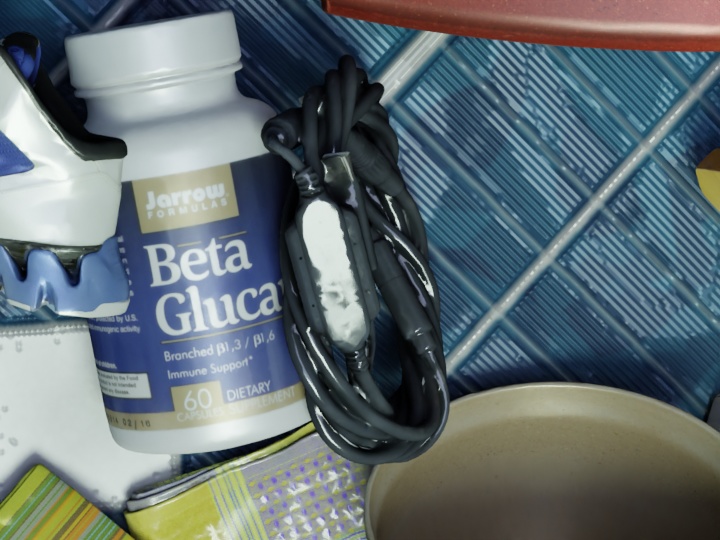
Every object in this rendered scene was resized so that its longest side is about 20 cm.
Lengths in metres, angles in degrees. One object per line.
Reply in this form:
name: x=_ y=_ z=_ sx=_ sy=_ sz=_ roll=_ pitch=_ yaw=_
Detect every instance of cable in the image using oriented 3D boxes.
cable: x=0.000 y=0.000 z=0.912 sx=0.051 sy=0.163 sz=0.200 roll=-11 pitch=112 yaw=14

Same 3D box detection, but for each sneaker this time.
sneaker: x=-0.190 y=-0.056 z=0.832 sx=0.199 sy=0.081 sz=0.115 roll=12 pitch=98 yaw=-2

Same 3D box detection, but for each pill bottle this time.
pill bottle: x=-0.084 y=-0.021 z=0.903 sx=0.111 sy=0.111 sz=0.200 roll=-12 pitch=100 yaw=-13

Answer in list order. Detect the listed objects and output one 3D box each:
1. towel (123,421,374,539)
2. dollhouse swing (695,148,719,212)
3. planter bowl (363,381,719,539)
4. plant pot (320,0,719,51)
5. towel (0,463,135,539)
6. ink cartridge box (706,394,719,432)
towel: x=-0.030 y=0.181 z=0.988 sx=0.144 sy=0.023 sz=0.200 roll=-20 pitch=101 yaw=-12
dollhouse swing: x=0.307 y=-0.022 z=0.958 sx=0.182 sy=0.200 sz=0.176 roll=-31 pitch=103 yaw=-9
planter bowl: x=0.101 y=0.169 z=0.948 sx=0.200 sy=0.200 sz=0.135 roll=-9 pitch=125 yaw=-13
plant pot: x=0.061 y=-0.198 z=0.887 sx=0.176 sy=0.200 sz=0.200 roll=-6 pitch=98 yaw=-1
towel: x=-0.114 y=0.192 z=0.939 sx=0.200 sy=0.018 sz=0.086 roll=40 pitch=73 yaw=-2
ink cartridge box: x=0.275 y=0.164 z=1.033 sx=0.200 sy=0.083 sz=0.147 roll=17 pitch=93 yaw=-16
